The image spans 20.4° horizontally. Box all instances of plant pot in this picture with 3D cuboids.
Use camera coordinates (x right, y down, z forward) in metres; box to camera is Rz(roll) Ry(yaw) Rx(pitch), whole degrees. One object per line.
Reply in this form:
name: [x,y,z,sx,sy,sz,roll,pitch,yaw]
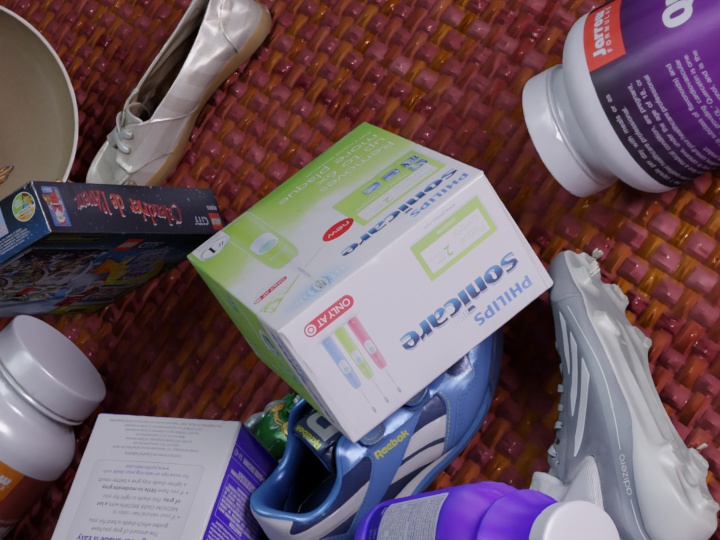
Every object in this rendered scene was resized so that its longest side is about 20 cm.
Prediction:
plant pot: [-0.326,-0.101,1.561,0.134,0.199,0.201,144,148,-74]

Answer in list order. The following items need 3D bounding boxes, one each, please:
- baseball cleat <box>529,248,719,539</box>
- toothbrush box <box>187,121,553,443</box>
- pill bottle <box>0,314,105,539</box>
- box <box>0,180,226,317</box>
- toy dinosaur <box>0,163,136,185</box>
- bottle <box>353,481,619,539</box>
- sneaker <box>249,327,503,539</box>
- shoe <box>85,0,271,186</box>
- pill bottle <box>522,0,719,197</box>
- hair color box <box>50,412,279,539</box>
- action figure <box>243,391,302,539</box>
baseball cleat: [0.122,0.081,1.095,0.106,0.070,0.201,-38,45,20]
toothbrush box: [0.000,0.000,1.173,0.145,0.086,0.200,-37,23,-7]
pill bottle: [-0.274,0.131,1.403,0.200,0.112,0.112,-47,43,11]
box: [-0.201,-0.013,1.361,0.136,0.200,0.038,-29,76,27]
toy dinosaur: [-0.253,-0.012,1.460,0.199,0.106,0.060,-32,19,11]
bottle: [0.064,0.154,1.060,0.200,0.065,0.084,-24,62,60]
sneaker: [0.010,0.091,1.185,0.201,0.082,0.074,-56,40,0]
shoe: [-0.148,-0.130,1.486,0.200,0.053,0.070,-52,42,6]
pill bottle: [0.193,-0.116,1.115,0.199,0.112,0.113,-26,50,29]
hair color box: [-0.131,0.187,1.180,0.109,0.065,0.201,1,56,30]
action figure: [-0.083,0.143,1.266,0.200,0.055,0.118,-48,40,4]
